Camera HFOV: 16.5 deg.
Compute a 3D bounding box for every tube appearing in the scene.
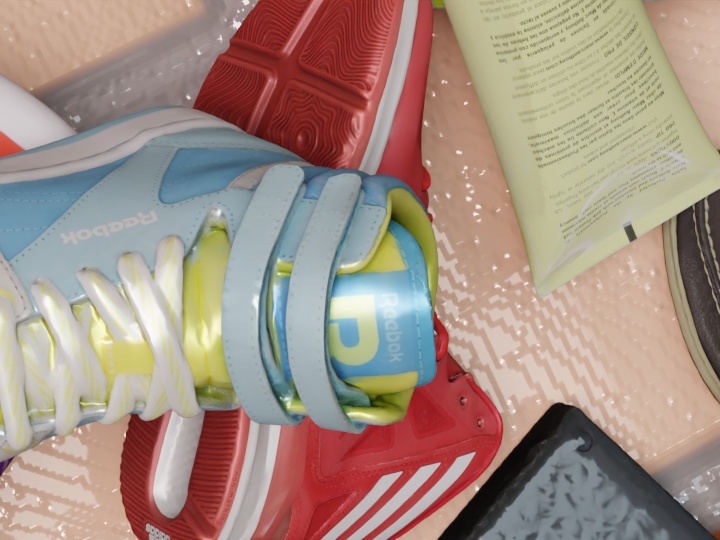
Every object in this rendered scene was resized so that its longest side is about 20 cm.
[{"bbox_3d":[0.054,-0.083,0.765,0.201,0.058,0.052,63,34,-35],"label":"tube"}]

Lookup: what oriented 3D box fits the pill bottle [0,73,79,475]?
[{"bbox_3d":[-0.157,0.038,0.713,0.112,0.112,0.201,40,62,-11],"label":"pill bottle"}]

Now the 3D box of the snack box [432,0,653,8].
[{"bbox_3d":[0.051,-0.186,0.777,0.167,0.068,0.201,-4,115,-13],"label":"snack box"}]

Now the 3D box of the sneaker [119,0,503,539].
[{"bbox_3d":[0.000,0.000,0.789,0.115,0.078,0.201,11,105,-44],"label":"sneaker"}]

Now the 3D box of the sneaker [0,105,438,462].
[{"bbox_3d":[-0.057,0.014,0.636,0.200,0.130,0.080,-32,126,-43],"label":"sneaker"}]

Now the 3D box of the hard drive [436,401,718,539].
[{"bbox_3d":[0.095,0.163,0.844,0.200,0.033,0.140,43,82,-11],"label":"hard drive"}]

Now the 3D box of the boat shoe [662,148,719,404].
[{"bbox_3d":[0.165,0.047,0.831,0.073,0.065,0.201,-24,86,-17],"label":"boat shoe"}]
